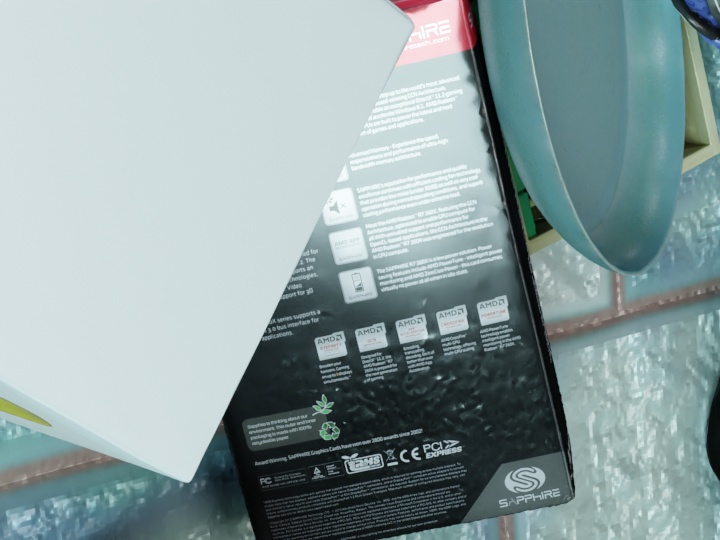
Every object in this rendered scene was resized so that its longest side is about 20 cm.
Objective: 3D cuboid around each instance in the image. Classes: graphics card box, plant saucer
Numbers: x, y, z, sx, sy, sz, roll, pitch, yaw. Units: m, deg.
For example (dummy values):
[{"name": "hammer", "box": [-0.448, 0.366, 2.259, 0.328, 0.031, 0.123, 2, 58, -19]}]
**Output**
[{"name": "graphics card box", "box": [0.000, 0.000, 0.795, 0.125, 0.051, 0.201, -13, 107, 7]}, {"name": "plant saucer", "box": [0.084, -0.097, 0.819, 0.200, 0.027, 0.201, -5, 90, -67]}]

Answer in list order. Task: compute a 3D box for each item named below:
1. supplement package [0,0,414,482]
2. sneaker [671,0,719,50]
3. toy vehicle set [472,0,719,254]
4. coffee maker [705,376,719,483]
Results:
[{"name": "supplement package", "box": [-0.123, -0.051, 0.637, 0.152, 0.200, 0.151, 35, 75, -35]}, {"name": "sneaker", "box": [0.175, -0.104, 0.915, 0.200, 0.080, 0.115, 68, 28, -15]}, {"name": "toy vehicle set", "box": [0.080, -0.120, 0.896, 0.124, 0.026, 0.201, -28, 113, -32]}, {"name": "coffee maker", "box": [0.273, 0.074, 1.005, 0.199, 0.134, 0.193, -12, 104, -35]}]
